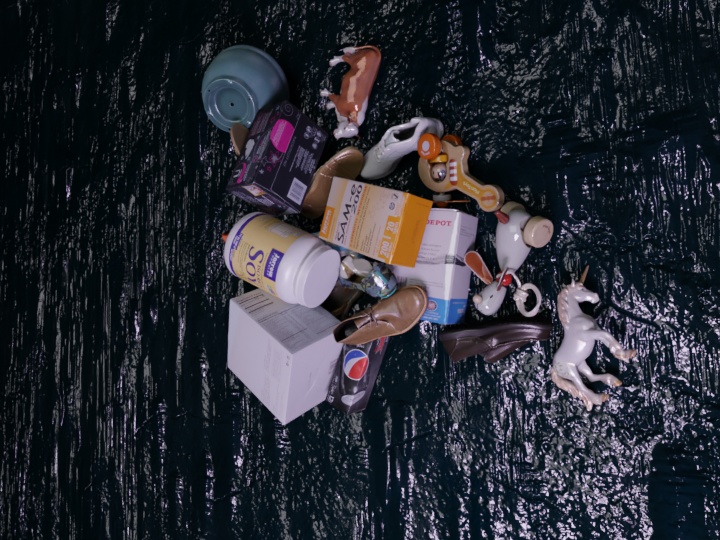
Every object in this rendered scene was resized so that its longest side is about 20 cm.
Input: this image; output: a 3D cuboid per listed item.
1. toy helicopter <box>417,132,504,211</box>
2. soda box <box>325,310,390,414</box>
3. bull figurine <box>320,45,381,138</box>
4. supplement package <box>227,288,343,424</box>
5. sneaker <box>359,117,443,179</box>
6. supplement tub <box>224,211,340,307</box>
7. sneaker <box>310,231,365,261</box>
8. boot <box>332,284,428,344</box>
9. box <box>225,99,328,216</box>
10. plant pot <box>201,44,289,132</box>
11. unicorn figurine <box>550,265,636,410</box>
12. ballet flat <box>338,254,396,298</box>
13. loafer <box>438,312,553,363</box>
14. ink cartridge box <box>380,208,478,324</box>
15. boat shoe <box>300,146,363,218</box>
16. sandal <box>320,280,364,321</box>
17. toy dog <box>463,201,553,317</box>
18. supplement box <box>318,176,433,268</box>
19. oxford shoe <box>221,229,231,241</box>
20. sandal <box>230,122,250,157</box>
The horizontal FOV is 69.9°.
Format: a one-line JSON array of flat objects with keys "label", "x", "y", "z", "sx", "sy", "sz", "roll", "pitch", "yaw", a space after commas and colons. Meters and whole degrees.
[{"label": "toy helicopter", "x": 0.175, "y": -0.158, "z": 0.936, "sx": 0.200, "sy": 0.079, "sz": 0.133, "roll": 43, "pitch": 127, "yaw": 37}, {"label": "soda box", "x": -0.001, "y": 0.182, "z": 1.038, "sx": 0.063, "sy": 0.071, "sz": 0.201, "roll": 23, "pitch": 99, "yaw": 33}, {"label": "bull figurine", "x": -0.022, "y": -0.380, "z": 1.096, "sx": 0.121, "sy": 0.065, "sz": 0.201, "roll": 30, "pitch": 103, "yaw": 29}, {"label": "supplement package", "x": -0.156, "y": 0.160, "z": 1.067, "sx": 0.200, "sy": 0.147, "sz": 0.192, "roll": 35, "pitch": 129, "yaw": 32}, {"label": "sneaker", "x": 0.063, "y": -0.248, "z": 1.021, "sx": 0.200, "sy": 0.080, "sz": 0.071, "roll": -28, "pitch": 73, "yaw": 35}, {"label": "supplement tub", "x": -0.155, "y": -0.021, "z": 1.035, "sx": 0.200, "sy": 0.145, "sz": 0.146, "roll": 24, "pitch": 100, "yaw": 25}, {"label": "sneaker", "x": -0.075, "y": -0.038, "z": 1.104, "sx": 0.200, "sy": 0.076, "sz": 0.081, "roll": -15, "pitch": 79, "yaw": 35}, {"label": "boot", "x": 0.033, "y": 0.088, "z": 0.923, "sx": 0.200, "sy": 0.075, "sz": 0.074, "roll": -33, "pitch": 71, "yaw": 33}, {"label": "box", "x": -0.175, "y": -0.232, "z": 1.097, "sx": 0.115, "sy": 0.132, "sz": 0.201, "roll": 0, "pitch": 66, "yaw": 46}, {"label": "plant pot", "x": -0.275, "y": -0.393, "z": 1.171, "sx": 0.200, "sy": 0.134, "sz": 0.201, "roll": 5, "pitch": 125, "yaw": 8}, {"label": "unicorn figurine", "x": 0.348, "y": 0.109, "z": 0.797, "sx": 0.137, "sy": 0.074, "sz": 0.201, "roll": 38, "pitch": 114, "yaw": 42}, {"label": "ballet flat", "x": 0.000, "y": 0.000, "z": 0.974, "sx": 0.200, "sy": 0.074, "sz": 0.075, "roll": 11, "pitch": 93, "yaw": 61}, {"label": "loafer", "x": 0.235, "y": 0.120, "z": 0.888, "sx": 0.200, "sy": 0.073, "sz": 0.072, "roll": -14, "pitch": 92, "yaw": 36}, {"label": "ink cartridge box", "x": 0.126, "y": -0.011, "z": 0.955, "sx": 0.144, "sy": 0.084, "sz": 0.201, "roll": 9, "pitch": 92, "yaw": 36}, {"label": "boat shoe", "x": -0.067, "y": -0.199, "z": 1.103, "sx": 0.200, "sy": 0.074, "sz": 0.069, "roll": -42, "pitch": 32, "yaw": 33}, {"label": "sandal", "x": -0.055, "y": 0.073, "z": 1.093, "sx": 0.080, "sy": 0.054, "sz": 0.200, "roll": 44, "pitch": 111, "yaw": 29}, {"label": "toy dog", "x": 0.234, "y": -0.025, "z": 0.860, "sx": 0.132, "sy": 0.096, "sz": 0.201, "roll": 4, "pitch": 81, "yaw": 59}, {"label": "supplement box", "x": 0.022, "y": -0.092, "z": 0.946, "sx": 0.200, "sy": 0.073, "sz": 0.126, "roll": 21, "pitch": 99, "yaw": 44}, {"label": "oxford shoe", "x": -0.241, "y": -0.062, "z": 1.238, "sx": 0.199, "sy": 0.071, "sz": 0.073, "roll": 5, "pitch": 118, "yaw": 32}, {"label": "sandal", "x": -0.239, "y": -0.228, "z": 1.172, "sx": 0.069, "sy": 0.212, "sz": 0.078, "roll": -18, "pitch": 34, "yaw": 38}]
